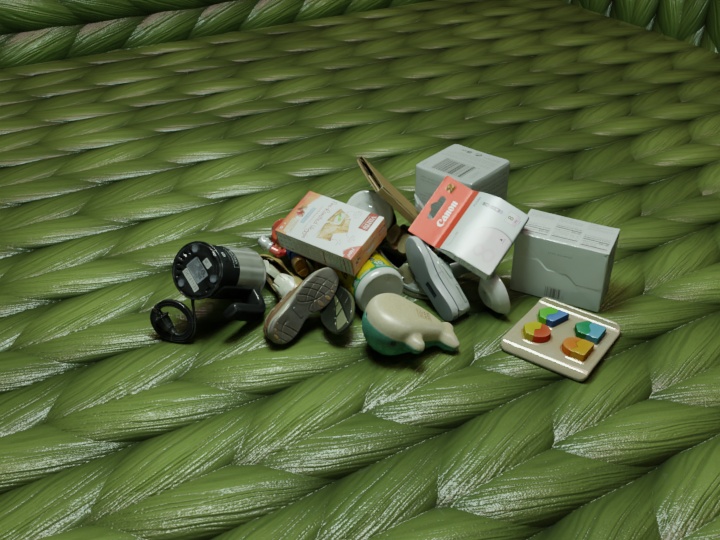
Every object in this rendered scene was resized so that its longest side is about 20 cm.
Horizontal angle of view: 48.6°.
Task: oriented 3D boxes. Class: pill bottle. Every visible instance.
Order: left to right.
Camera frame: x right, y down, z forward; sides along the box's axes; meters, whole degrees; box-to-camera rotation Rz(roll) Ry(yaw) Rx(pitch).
[{"bbox_3d":[0.000,0.000,1.741,0.113,0.113,0.200,-15,36,-22],"label":"pill bottle"},{"bbox_3d":[0.027,-0.116,1.851,0.111,0.111,0.200,4,-5,6],"label":"pill bottle"}]

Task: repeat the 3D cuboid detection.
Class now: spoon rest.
[{"bbox_3d":[0.269,0.026,1.732,0.061,0.099,0.200,-26,31,-15],"label":"spoon rest"}]

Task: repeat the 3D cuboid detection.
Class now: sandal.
[{"bbox_3d":[-0.044,0.074,1.671,0.080,0.057,0.201,-42,24,7],"label":"sandal"}]

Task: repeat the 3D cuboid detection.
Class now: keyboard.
[{"bbox_3d":[0.180,-0.090,1.828,0.011,0.200,0.056,-30,27,17],"label":"keyboard"}]

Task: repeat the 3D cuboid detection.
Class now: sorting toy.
[{"bbox_3d":[0.409,0.129,1.618,0.185,0.037,0.200,22,39,29],"label":"sorting toy"}]

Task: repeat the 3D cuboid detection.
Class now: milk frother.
[{"bbox_3d":[-0.317,0.046,1.662,0.200,0.181,0.188,-20,-10,19],"label":"milk frother"}]

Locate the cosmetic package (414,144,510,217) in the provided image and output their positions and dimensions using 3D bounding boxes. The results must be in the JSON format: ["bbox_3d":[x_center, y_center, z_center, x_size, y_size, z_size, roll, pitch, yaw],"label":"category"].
[{"bbox_3d":[0.242,-0.170,1.923,0.165,0.200,0.165,26,41,33],"label":"cosmetic package"}]

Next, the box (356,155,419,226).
[{"bbox_3d":[0.081,-0.157,1.766,0.021,0.200,0.164,-44,34,11],"label":"box"}]

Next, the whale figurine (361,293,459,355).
[{"bbox_3d":[0.095,0.124,1.590,0.200,0.104,0.159,17,27,-20],"label":"whale figurine"}]

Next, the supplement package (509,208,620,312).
[{"bbox_3d":[0.444,-0.023,1.741,0.200,0.156,0.111,16,39,23],"label":"supplement package"}]

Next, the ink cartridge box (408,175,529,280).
[{"bbox_3d":[0.227,-0.097,1.675,0.200,0.057,0.163,34,75,6],"label":"ink cartridge box"}]

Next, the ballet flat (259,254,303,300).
[{"bbox_3d":[-0.177,0.023,1.743,0.069,0.063,0.200,-54,40,2],"label":"ballet flat"}]

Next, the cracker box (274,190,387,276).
[{"bbox_3d":[-0.062,-0.082,1.702,0.200,0.058,0.134,22,56,26],"label":"cracker box"}]

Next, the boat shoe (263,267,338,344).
[{"bbox_3d":[-0.128,0.065,1.639,0.200,0.076,0.072,-44,25,-23],"label":"boat shoe"}]

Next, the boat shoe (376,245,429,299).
[{"bbox_3d":[0.110,0.004,1.775,0.200,0.068,0.075,20,38,27],"label":"boat shoe"}]

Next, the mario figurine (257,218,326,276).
[{"bbox_3d":[-0.151,-0.067,1.789,0.123,0.106,0.200,18,14,-35],"label":"mario figurine"}]

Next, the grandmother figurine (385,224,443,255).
[{"bbox_3d":[0.136,-0.066,1.829,0.200,0.061,0.121,9,39,-54],"label":"grandmother figurine"}]

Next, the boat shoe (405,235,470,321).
[{"bbox_3d":[0.164,0.011,1.702,0.065,0.074,0.200,-23,83,-28],"label":"boat shoe"}]
